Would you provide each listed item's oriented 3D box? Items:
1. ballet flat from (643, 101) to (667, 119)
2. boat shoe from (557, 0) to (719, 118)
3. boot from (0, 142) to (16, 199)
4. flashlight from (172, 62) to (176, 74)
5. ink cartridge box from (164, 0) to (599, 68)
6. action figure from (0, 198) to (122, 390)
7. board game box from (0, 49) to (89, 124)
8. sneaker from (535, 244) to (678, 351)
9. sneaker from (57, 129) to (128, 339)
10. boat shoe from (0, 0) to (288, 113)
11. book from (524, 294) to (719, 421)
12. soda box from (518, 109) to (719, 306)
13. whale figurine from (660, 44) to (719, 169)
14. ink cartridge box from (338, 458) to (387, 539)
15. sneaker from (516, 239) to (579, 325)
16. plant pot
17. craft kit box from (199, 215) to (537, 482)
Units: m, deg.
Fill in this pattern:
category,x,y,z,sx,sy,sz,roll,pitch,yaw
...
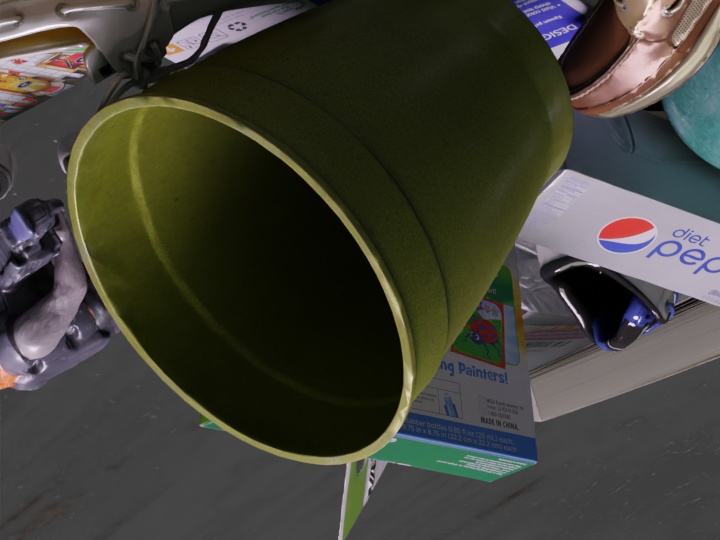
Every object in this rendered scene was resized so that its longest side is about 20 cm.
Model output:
category,x,y,z,sx,sy,sz,roll,pitch,yaw
ballet flat,0.145,-0.086,1.586,0.200,0.074,0.074,-4,158,-7
boat shoe,0.157,-0.157,1.372,0.074,0.076,0.200,22,130,-28
boot,-0.239,-0.035,1.542,0.073,0.091,0.200,2,171,7
flashlight,-0.067,-0.059,1.602,0.068,0.068,0.200,9,158,19
ink cartridge box,0.017,-0.132,1.459,0.197,0.047,0.200,-19,156,29
action figure,-0.149,0.012,1.514,0.193,0.105,0.200,-22,175,-10
board game box,-0.199,-0.111,1.445,0.105,0.024,0.200,11,165,-29
sneaker,0.180,-0.003,1.711,0.199,0.115,0.081,9,156,-29
sneaker,-0.123,-0.012,1.652,0.071,0.099,0.200,-9,157,16
boat shoe,-0.115,-0.113,1.299,0.201,0.086,0.075,-3,168,-1
book,0.153,0.049,1.790,0.200,0.048,0.134,-21,-170,-30
soda box,0.171,-0.036,1.538,0.200,0.068,0.063,18,138,-28
whale figurine,0.230,-0.113,1.457,0.159,0.104,0.200,0,161,-10
ink cartridge box,-0.007,0.039,1.597,0.076,0.200,0.148,15,126,12
sneaker,0.065,0.014,1.782,0.199,0.080,0.130,0,160,-12
plant pot,-0.002,-0.044,1.323,0.193,0.200,0.200,-43,-176,-37
craft kit box,0.000,0.000,1.463,0.200,0.198,0.048,15,154,-37
